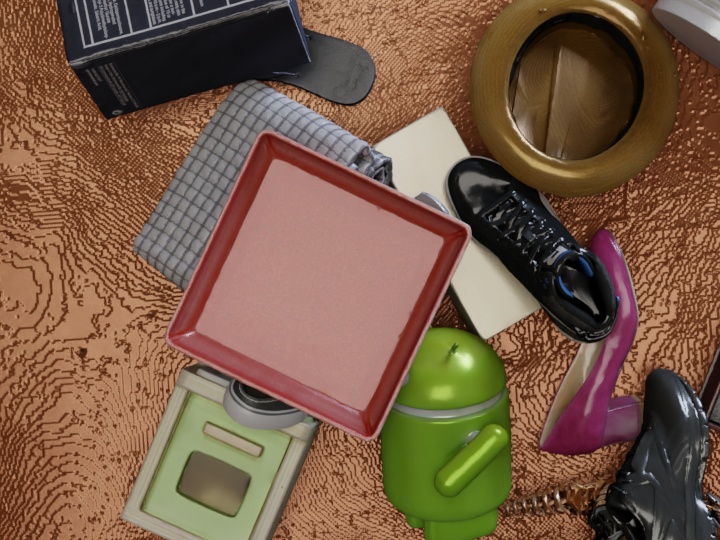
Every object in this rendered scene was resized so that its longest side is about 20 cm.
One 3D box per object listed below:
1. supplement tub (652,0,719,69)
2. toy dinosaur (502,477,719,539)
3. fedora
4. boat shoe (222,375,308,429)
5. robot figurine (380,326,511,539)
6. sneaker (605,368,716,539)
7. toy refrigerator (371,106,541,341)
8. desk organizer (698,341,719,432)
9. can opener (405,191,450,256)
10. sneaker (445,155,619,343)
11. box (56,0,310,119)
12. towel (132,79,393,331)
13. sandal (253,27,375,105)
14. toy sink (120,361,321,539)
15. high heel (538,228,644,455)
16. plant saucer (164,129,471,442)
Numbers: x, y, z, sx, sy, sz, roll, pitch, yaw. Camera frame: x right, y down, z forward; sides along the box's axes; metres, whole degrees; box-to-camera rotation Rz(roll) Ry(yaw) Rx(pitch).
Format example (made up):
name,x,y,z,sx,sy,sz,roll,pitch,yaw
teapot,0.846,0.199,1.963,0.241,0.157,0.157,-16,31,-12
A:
name,x,y,z,sx,sy,sz,roll,pitch,yaw
supplement tub,0.361,-0.276,1.583,0.145,0.145,0.200,35,92,3
toy dinosaur,0.233,0.235,1.631,0.199,0.102,0.137,3,74,22
fedora,0.187,-0.153,1.619,0.199,0.082,0.202,1,74,-2
boat shoe,-0.040,0.080,1.594,0.069,0.200,0.057,40,129,26
robot figurine,0.075,0.140,1.599,0.115,0.175,0.201,-11,113,-19
sneaker,0.255,0.179,1.570,0.090,0.076,0.201,2,64,-5
toy refrigerator,0.089,-0.040,1.640,0.076,0.070,0.201,-30,88,-4
desk organizer,0.366,0.056,1.614,0.071,0.077,0.201,22,91,4
can opener,0.000,0.000,1.607,0.200,0.067,0.053,-35,87,30
sneaker,0.154,-0.026,1.550,0.073,0.112,0.200,-41,88,-4
box,-0.165,-0.265,1.606,0.197,0.123,0.201,-15,69,4
towel,-0.083,-0.050,1.616,0.165,0.086,0.201,32,91,32
sandal,-0.083,-0.203,1.664,0.199,0.043,0.077,10,90,4
toy sink,-0.112,0.151,1.629,0.130,0.112,0.201,24,91,3
high heel,0.199,0.066,1.632,0.095,0.067,0.201,-7,102,-6
plant saucer,-0.035,0.012,1.525,0.199,0.037,0.201,25,93,2
